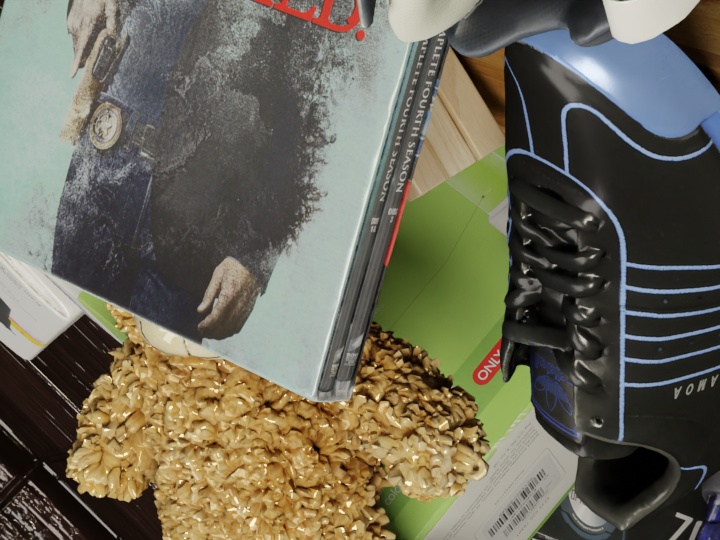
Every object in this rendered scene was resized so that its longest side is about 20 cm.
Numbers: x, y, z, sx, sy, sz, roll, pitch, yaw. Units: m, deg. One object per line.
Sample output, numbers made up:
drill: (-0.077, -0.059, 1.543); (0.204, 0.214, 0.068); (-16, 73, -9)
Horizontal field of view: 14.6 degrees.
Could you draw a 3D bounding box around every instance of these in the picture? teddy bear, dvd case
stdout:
teddy bear: (-0.030, 0.056, 0.852); (0.145, 0.067, 0.200); (30, 133, 28)
dvd case: (-0.035, -0.082, 0.761); (0.146, 0.200, 0.022); (25, -166, 34)

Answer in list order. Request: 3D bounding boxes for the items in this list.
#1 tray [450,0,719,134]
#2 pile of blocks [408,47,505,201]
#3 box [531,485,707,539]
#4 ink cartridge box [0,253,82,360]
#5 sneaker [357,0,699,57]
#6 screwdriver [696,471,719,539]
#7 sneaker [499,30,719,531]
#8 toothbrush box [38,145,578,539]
tray: (0.096, -0.046, 0.817); (0.200, 0.037, 0.099); (23, 156, 54)
pile of blocks: (-0.025, -0.099, 0.846); (0.082, 0.062, 0.200); (23, 140, 55)
box: (0.161, 0.137, 1.037); (0.200, 0.044, 0.160); (20, 160, 17)
ink cartridge box: (-0.109, -0.045, 1.180); (0.086, 0.148, 0.200); (46, 168, -2)
sneaker: (0.022, -0.115, 0.618); (0.199, 0.130, 0.079); (37, 164, 27)
screwdriver: (0.107, 0.113, 0.923); (0.029, 0.200, 0.028); (29, 160, -5)
sneaker: (0.072, 0.002, 0.788); (0.070, 0.078, 0.200); (33, 163, 39)
toothbrush box: (0.000, 0.000, 0.982); (0.200, 0.146, 0.086); (36, 173, 25)
